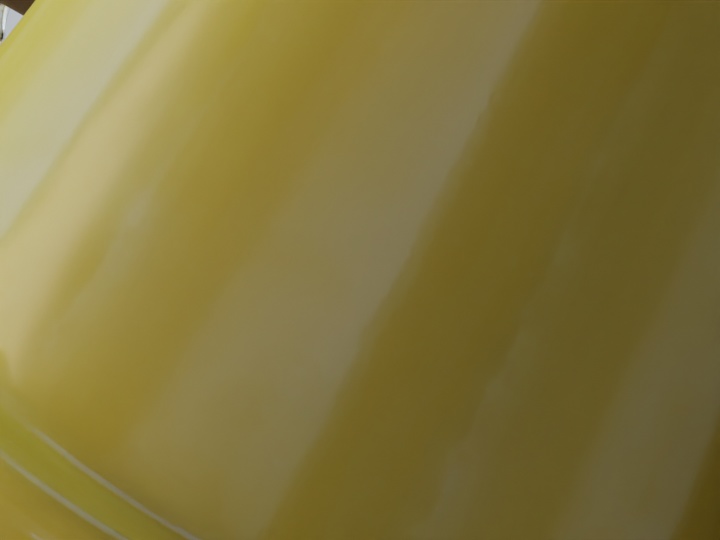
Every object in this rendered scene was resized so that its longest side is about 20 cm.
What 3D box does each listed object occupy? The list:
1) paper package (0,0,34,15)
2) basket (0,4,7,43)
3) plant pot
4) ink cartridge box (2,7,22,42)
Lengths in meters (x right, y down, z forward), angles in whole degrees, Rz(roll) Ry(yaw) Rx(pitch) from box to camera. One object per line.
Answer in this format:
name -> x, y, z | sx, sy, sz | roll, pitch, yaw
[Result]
paper package -> -0.066, -0.180, 0.839 | 0.200, 0.190, 0.103 | -63, 3, -33
basket -> -0.149, -0.015, 1.282 | 0.200, 0.161, 0.198 | 88, 180, -49
plant pot -> 0.004, 0.000, 0.498 | 0.189, 0.201, 0.201 | -62, 15, 16
ink cartridge box -> -0.057, -0.014, 0.930 | 0.084, 0.145, 0.200 | 138, 140, -73
